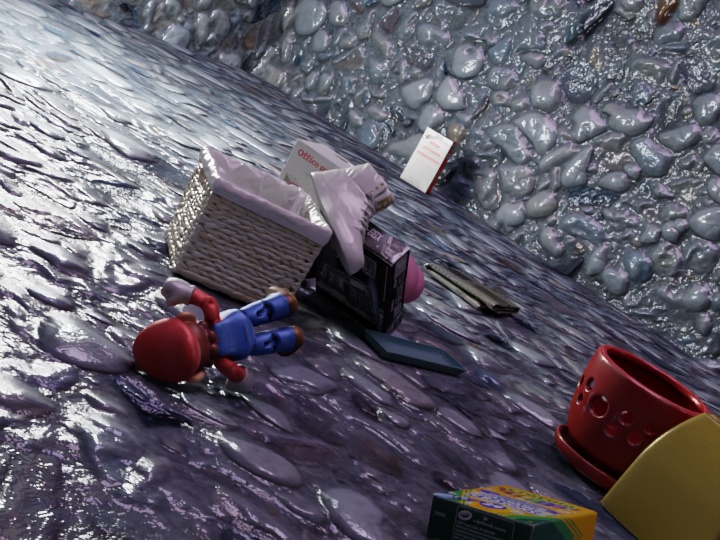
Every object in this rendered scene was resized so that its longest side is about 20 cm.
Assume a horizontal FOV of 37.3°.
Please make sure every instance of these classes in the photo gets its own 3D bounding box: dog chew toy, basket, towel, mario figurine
[{"bbox_3d":[0.049,0.005,1.961,0.124,0.125,0.200,38,8,37],"label":"dog chew toy"},{"bbox_3d":[-0.174,-0.061,1.614,0.199,0.162,0.198,23,14,-22],"label":"basket"},{"bbox_3d":[0.259,0.048,2.466,0.199,0.035,0.192,33,10,25],"label":"towel"},{"bbox_3d":[-0.171,0.074,1.221,0.199,0.106,0.124,-10,56,-36],"label":"mario figurine"}]

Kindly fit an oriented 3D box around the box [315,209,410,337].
[{"bbox_3d":[0.000,0.000,1.725,0.157,0.201,0.050,34,57,22],"label":"box"}]

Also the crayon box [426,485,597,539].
[{"bbox_3d":[0.179,0.284,1.199,0.125,0.052,0.199,10,-1,35],"label":"crayon box"}]

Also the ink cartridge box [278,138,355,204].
[{"bbox_3d":[-0.088,-0.116,1.930,0.144,0.201,0.084,35,14,29],"label":"ink cartridge box"}]

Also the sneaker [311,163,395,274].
[{"bbox_3d":[0.002,-0.088,1.619,0.115,0.074,0.201,-14,53,-7],"label":"sneaker"}]

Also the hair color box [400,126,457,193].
[{"bbox_3d":[0.235,-0.380,3.683,0.111,0.201,0.064,33,13,15],"label":"hair color box"}]

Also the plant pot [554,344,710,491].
[{"bbox_3d":[0.416,0.243,1.670,0.199,0.183,0.201,28,12,-6],"label":"plant pot"}]

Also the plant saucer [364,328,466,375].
[{"bbox_3d":[0.089,0.137,1.750,0.199,0.019,0.070,18,16,-43],"label":"plant saucer"}]

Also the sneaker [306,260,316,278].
[{"bbox_3d":[-0.146,-0.042,1.805,0.199,0.071,0.098,27,10,-17],"label":"sneaker"}]

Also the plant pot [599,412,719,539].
[{"bbox_3d":[0.510,0.322,1.534,0.193,0.201,0.195,18,16,-40],"label":"plant pot"}]
